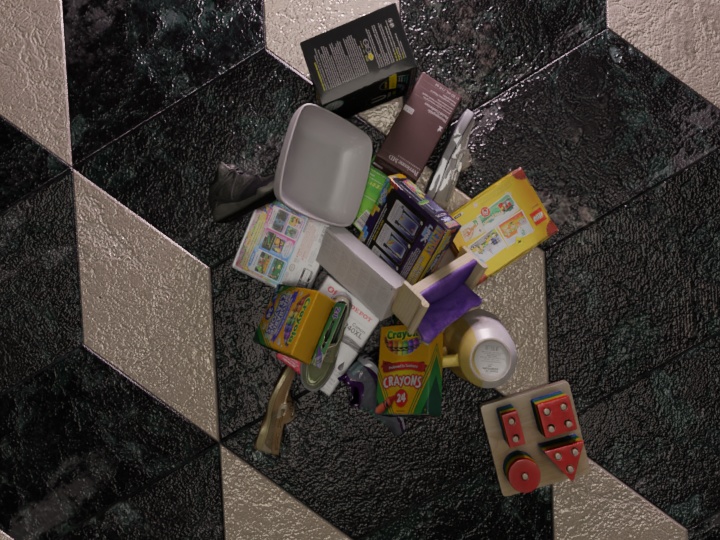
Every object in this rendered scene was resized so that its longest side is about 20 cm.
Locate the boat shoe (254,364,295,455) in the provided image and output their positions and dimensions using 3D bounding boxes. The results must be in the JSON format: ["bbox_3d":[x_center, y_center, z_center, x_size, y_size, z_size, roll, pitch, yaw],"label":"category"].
[{"bbox_3d":[-0.167,0.293,1.115,0.063,0.071,0.205,19,102,-4],"label":"boat shoe"}]

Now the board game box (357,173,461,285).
[{"bbox_3d":[0.082,-0.055,1.027,0.165,0.056,0.203,44,127,22],"label":"board game box"}]

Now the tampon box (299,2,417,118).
[{"bbox_3d":[-0.002,-0.400,1.041,0.195,0.150,0.129,-21,90,2],"label":"tampon box"}]

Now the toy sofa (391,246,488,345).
[{"bbox_3d":[0.160,0.044,0.986,0.198,0.084,0.098,-27,62,-37],"label":"toy sofa"}]

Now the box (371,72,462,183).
[{"bbox_3d":[0.113,-0.282,1.065,0.098,0.075,0.204,29,83,-2],"label":"box"}]

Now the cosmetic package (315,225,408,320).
[{"bbox_3d":[0.000,0.000,1.043,0.199,0.050,0.084,42,128,26],"label":"cosmetic package"}]

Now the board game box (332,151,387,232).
[{"bbox_3d":[0.041,-0.183,1.110,0.095,0.030,0.200,43,94,0],"label":"board game box"}]

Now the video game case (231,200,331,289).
[{"bbox_3d":[-0.158,-0.063,1.121,0.178,0.024,0.205,24,93,1],"label":"video game case"}]

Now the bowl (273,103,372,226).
[{"bbox_3d":[-0.080,-0.200,1.034,0.196,0.074,0.206,17,85,-39],"label":"bowl"}]

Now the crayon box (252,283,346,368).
[{"bbox_3d":[-0.123,0.101,1.009,0.051,0.198,0.128,32,74,-34],"label":"crayon box"}]

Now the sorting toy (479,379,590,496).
[{"bbox_3d":[0.373,0.361,1.102,0.194,0.070,0.205,-15,92,1],"label":"sorting toy"}]

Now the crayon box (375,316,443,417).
[{"bbox_3d":[0.096,0.177,1.020,0.125,0.050,0.206,-13,65,39],"label":"crayon box"}]

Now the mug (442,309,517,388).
[{"bbox_3d":[0.232,0.176,1.057,0.186,0.153,0.150,-40,92,3],"label":"mug"}]

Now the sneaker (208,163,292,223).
[{"bbox_3d":[-0.231,-0.183,1.076,0.195,0.076,0.117,-20,86,19],"label":"sneaker"}]

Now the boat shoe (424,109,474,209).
[{"bbox_3d":[0.197,-0.226,1.084,0.064,0.072,0.204,23,93,-4],"label":"boat shoe"}]

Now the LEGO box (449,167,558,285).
[{"bbox_3d":[0.278,-0.089,1.083,0.197,0.077,0.151,-33,92,2],"label":"LEGO box"}]

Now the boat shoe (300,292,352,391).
[{"bbox_3d":[-0.071,0.140,1.022,0.070,0.062,0.205,19,93,0],"label":"boat shoe"}]

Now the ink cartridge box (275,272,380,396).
[{"bbox_3d":[-0.063,0.129,1.095,0.144,0.083,0.202,34,93,0],"label":"ink cartridge box"}]

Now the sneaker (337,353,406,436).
[{"bbox_3d":[0.021,0.273,1.082,0.087,0.074,0.204,-33,108,-19],"label":"sneaker"}]
